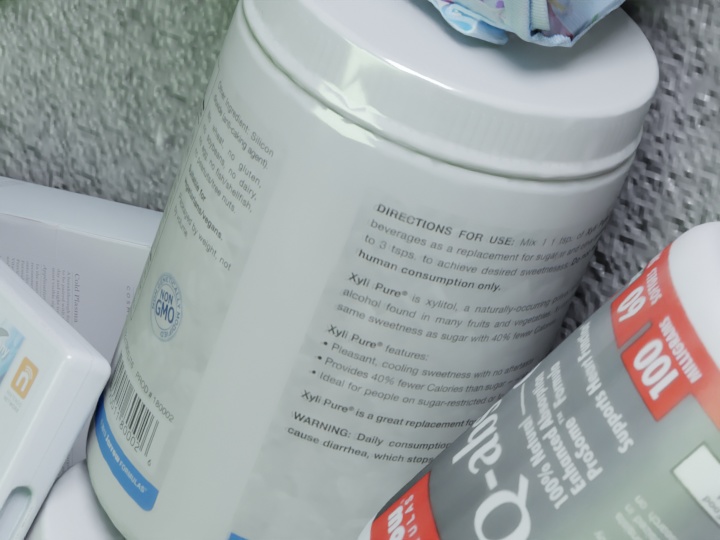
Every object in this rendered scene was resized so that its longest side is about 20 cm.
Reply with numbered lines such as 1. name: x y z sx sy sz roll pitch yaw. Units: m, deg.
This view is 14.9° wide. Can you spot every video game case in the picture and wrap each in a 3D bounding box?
1. video game case: -0.176 0.069 0.958 0.200 0.023 0.182 37 101 52

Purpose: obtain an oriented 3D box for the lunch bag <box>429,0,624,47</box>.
1. lunch bag: 0.036 -0.183 0.786 0.170 0.127 0.200 40 112 31

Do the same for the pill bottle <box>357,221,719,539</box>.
1. pill bottle: 0.068 0.090 0.803 0.200 0.116 0.116 -44 68 21

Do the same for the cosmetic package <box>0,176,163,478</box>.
1. cosmetic package: -0.109 0.073 1.042 0.151 0.052 0.200 14 109 42

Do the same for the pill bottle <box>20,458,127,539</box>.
1. pill bottle: -0.113 0.159 0.957 0.110 0.109 0.200 54 128 20

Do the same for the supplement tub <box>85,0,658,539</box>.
1. supplement tub: 0.000 0.000 0.870 0.132 0.132 0.200 41 123 29
